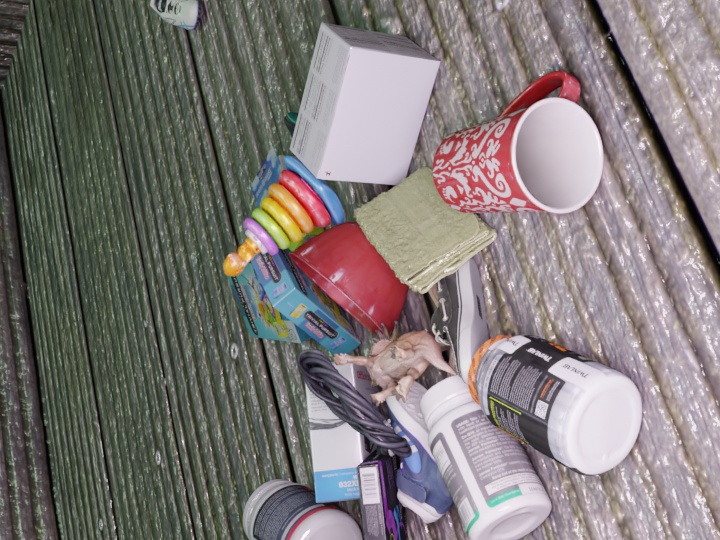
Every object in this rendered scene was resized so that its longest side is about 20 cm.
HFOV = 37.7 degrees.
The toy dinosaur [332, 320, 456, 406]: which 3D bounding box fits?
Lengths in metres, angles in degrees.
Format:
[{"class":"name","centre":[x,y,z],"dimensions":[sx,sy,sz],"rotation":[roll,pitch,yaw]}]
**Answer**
[{"class":"toy dinosaur","centre":[0.059,0.116,1.439],"dimensions":[0.199,0.135,0.087],"rotation":[-17,99,42]}]

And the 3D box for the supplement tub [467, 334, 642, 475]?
[{"class":"supplement tub","centre":[0.221,0.149,1.238],"dimensions":[0.199,0.121,0.124],"rotation":[24,110,55]}]

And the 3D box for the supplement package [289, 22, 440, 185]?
[{"class":"supplement package","centre":[0.005,-0.244,1.567],"dimensions":[0.111,0.154,0.202],"rotation":[49,129,50]}]

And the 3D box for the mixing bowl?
[{"class":"mixing bowl","centre":[0.000,0.000,1.572],"dimensions":[0.109,0.200,0.200],"rotation":[-50,35,-6]}]

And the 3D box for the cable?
[{"class":"cable","centre":[-0.014,0.186,1.434],"dimensions":[0.051,0.200,0.163],"rotation":[-43,12,-5]}]

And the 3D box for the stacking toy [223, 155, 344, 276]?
[{"class":"stacking toy","centre":[-0.132,-0.064,1.589],"dimensions":[0.110,0.200,0.116],"rotation":[40,169,34]}]

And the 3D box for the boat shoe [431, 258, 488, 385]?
[{"class":"boat shoe","centre":[0.129,0.072,1.387],"dimensions":[0.063,0.071,0.201],"rotation":[-17,42,19]}]

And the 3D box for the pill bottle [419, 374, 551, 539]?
[{"class":"pill bottle","centre":[0.154,0.240,1.355],"dimensions":[0.114,0.112,0.201],"rotation":[-58,43,40]}]

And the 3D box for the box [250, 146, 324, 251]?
[{"class":"box","centre":[-0.134,-0.108,1.893],"dimensions":[0.122,0.047,0.202],"rotation":[-53,47,44]}]

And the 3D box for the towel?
[{"class":"towel","centre":[0.085,-0.059,1.467],"dimensions":[0.200,0.147,0.037],"rotation":[51,170,45]}]

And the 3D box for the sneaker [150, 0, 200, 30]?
[{"class":"sneaker","centre":[-0.407,-0.575,2.328],"dimensions":[0.199,0.072,0.073],"rotation":[29,112,54]}]

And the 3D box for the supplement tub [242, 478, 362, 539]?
[{"class":"supplement tub","centre":[-0.098,0.435,1.740],"dimensions":[0.199,0.139,0.142],"rotation":[17,104,57]}]

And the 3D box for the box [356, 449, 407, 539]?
[{"class":"box","centre":[0.033,0.334,1.505],"dimensions":[0.200,0.036,0.145],"rotation":[8,-104,-81]}]

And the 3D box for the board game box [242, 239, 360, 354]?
[{"class":"board game box","centre":[-0.093,0.038,1.687],"dimensions":[0.047,0.200,0.152],"rotation":[-38,48,8]}]

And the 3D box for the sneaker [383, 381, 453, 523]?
[{"class":"sneaker","centre":[0.071,0.266,1.521],"dimensions":[0.200,0.080,0.148],"rotation":[50,127,40]}]

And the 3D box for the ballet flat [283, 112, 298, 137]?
[{"class":"ballet flat","centre":[-0.075,-0.223,1.784],"dimensions":[0.199,0.072,0.074],"rotation":[25,111,54]}]

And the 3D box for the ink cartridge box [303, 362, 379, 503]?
[{"class":"ink cartridge box","centre":[-0.021,0.244,1.603],"dimensions":[0.083,0.145,0.203],"rotation":[-9,79,14]}]

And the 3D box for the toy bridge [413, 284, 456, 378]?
[{"class":"toy bridge","centre":[0.117,0.104,1.499],"dimensions":[0.067,0.027,0.203],"rotation":[-29,65,54]}]

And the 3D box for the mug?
[{"class":"mug","centre":[0.200,-0.143,1.312],"dimensions":[0.134,0.177,0.199],"rotation":[57,156,-15]}]

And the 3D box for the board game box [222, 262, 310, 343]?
[{"class":"board game box","centre":[-0.163,0.048,1.888],"dimensions":[0.199,0.047,0.153],"rotation":[0,113,58]}]
